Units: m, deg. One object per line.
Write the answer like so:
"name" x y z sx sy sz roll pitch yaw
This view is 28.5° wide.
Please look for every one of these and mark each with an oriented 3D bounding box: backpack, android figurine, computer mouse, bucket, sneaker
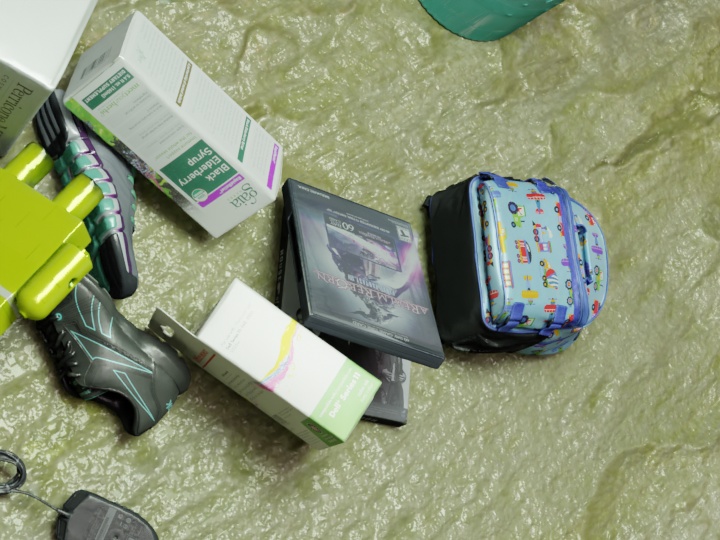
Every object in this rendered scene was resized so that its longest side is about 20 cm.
"backpack" 0.178 -0.004 1.459 0.198 0.134 0.185 7 72 -31
"android figurine" -0.314 -0.020 1.186 0.181 0.041 0.200 33 65 23
"computer mouse" -0.262 0.202 1.200 0.199 0.034 0.059 30 78 -13
"bucket" 0.152 -0.361 1.554 0.205 0.135 0.209 10 69 -28
"sneaker" -0.238 0.061 1.228 0.200 0.075 0.080 41 61 -13
"sneaker" -0.221 -0.076 1.285 0.087 0.074 0.202 -15 82 -38

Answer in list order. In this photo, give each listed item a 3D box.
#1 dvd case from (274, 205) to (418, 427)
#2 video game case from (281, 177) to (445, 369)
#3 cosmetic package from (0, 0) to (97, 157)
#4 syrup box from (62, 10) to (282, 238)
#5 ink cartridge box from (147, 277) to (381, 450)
"dvd case" -0.015 0.042 1.395 0.149 0.025 0.202 14 68 -26
"video game case" 0.000 0.000 1.330 0.142 0.019 0.201 19 33 -24
"cosmetic package" -0.340 -0.235 1.209 0.199 0.165 0.166 29 62 -18
"syrup box" -0.165 -0.130 1.289 0.200 0.078 0.082 43 32 -28
"ink cartridge box" -0.089 0.075 1.266 0.199 0.117 0.068 36 74 -5
